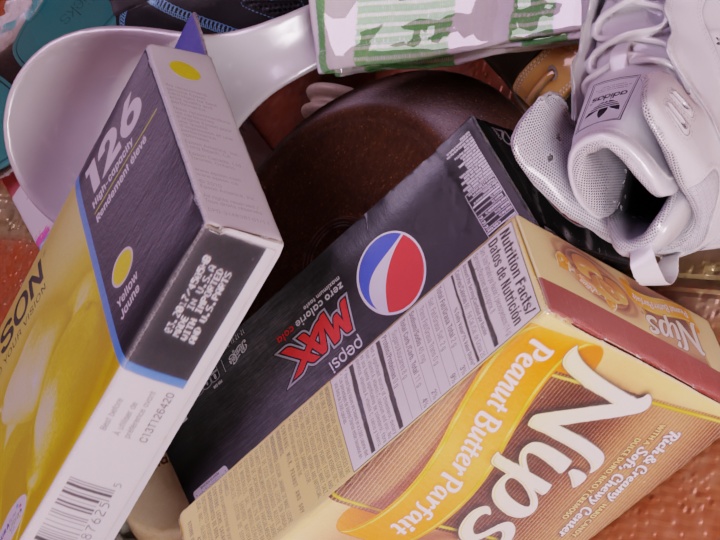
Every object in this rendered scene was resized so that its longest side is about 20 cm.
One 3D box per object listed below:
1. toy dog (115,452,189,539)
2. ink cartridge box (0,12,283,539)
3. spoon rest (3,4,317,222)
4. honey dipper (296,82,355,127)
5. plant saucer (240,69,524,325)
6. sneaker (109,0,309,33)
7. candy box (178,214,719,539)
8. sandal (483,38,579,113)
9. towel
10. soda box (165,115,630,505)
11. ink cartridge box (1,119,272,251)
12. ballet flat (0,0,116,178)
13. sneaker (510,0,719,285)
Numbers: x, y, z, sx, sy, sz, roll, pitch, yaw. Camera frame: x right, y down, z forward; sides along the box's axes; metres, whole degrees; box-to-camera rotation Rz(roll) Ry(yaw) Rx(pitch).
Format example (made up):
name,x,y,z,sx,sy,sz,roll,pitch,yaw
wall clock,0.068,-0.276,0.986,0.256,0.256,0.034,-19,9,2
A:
name,x,y,z,sx,sy,sz,roll,pitch,yaw
toy dog,-0.082,0.168,1.010,0.096,0.132,0.200,-17,38,4
ink cartridge box,-0.112,0.009,1.012,0.198,0.047,0.200,-60,30,23
spoon rest,-0.077,-0.085,1.095,0.200,0.100,0.061,-25,4,12
honey dipper,-0.034,0.008,1.119,0.038,0.038,0.201,-1,69,51
plant saucer,0.000,0.000,1.048,0.200,0.037,0.201,-15,66,36
sneaker,-0.024,-0.142,1.148,0.199,0.082,0.073,-16,9,7
candy box,0.037,0.077,0.917,0.200,0.115,0.055,-43,42,25
sandal,0.093,-0.098,1.013,0.080,0.054,0.200,-57,36,7
towel,0.055,-0.162,0.976,0.199,0.023,0.153,-4,95,37
soda box,0.009,0.028,0.956,0.200,0.071,0.063,-41,60,25
ink cartridge box,-0.109,-0.041,1.217,0.117,0.067,0.200,-53,35,12
ballet flat,-0.169,-0.111,1.240,0.200,0.072,0.072,-36,43,30
sneaker,0.105,-0.093,0.864,0.075,0.115,0.201,-11,102,40
